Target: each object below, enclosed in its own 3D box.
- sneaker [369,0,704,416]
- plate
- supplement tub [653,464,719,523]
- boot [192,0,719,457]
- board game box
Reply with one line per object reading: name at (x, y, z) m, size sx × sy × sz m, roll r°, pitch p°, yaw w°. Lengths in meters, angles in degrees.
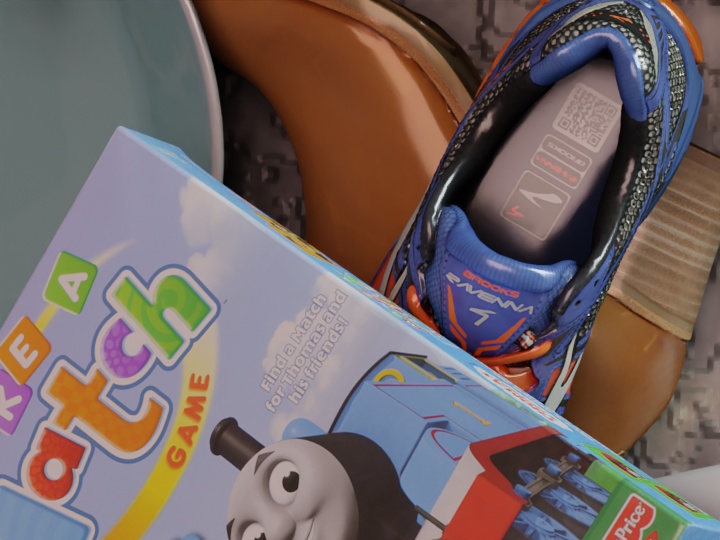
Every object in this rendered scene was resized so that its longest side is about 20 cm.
sneaker at (0.031, 0.010, 0.729) m, size 0.075 × 0.078 × 0.200 m, roll 21°, pitch 94°, yaw 7°
plate at (-0.126, -0.051, 0.842) m, size 0.200 × 0.026 × 0.200 m, roll 7°, pitch 108°, yaw 25°
supplement tub at (0.137, 0.149, 0.716) m, size 0.145 × 0.145 × 0.200 m, roll -13°, pitch 82°, yaw 13°
boot at (0.000, 0.000, 0.806) m, size 0.200 × 0.074 × 0.155 m, roll 27°, pitch 96°, yaw 18°
board game box at (-0.025, 0.076, 0.693) m, size 0.200 × 0.037 × 0.151 m, roll 34°, pitch 97°, yaw 30°
